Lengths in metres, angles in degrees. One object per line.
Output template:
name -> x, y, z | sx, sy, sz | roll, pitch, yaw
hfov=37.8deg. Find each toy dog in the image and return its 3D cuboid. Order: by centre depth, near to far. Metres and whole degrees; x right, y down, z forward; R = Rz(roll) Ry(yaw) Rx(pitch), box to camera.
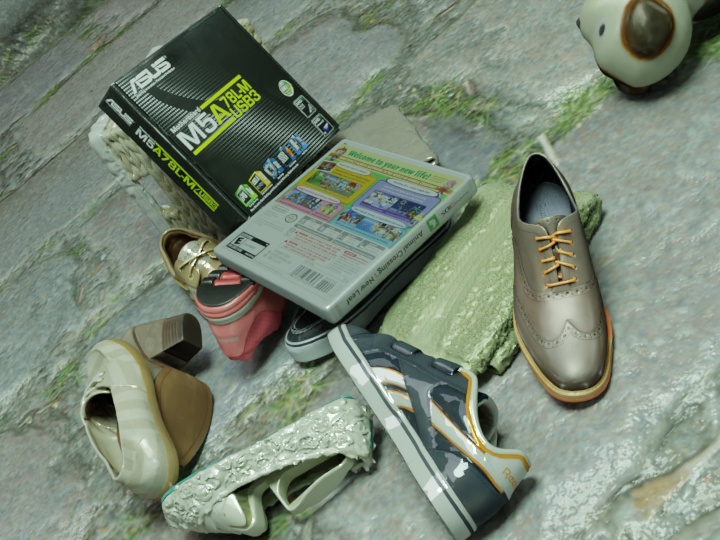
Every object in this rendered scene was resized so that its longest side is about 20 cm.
toy dog -> 0.284, -0.257, 0.970 | 0.200, 0.193, 0.140 | -48, -6, -12

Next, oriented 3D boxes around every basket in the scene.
basket -> -0.180, -0.160, 1.262 | 0.159, 0.199, 0.201 | -13, 37, 33

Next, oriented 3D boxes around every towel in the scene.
towel -> 0.107, 0.003, 0.888 | 0.147, 0.037, 0.201 | 10, 55, 51
towel -> 0.010, -0.116, 1.147 | 0.131, 0.035, 0.201 | -27, 29, 2

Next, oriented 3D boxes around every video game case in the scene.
video game case -> -0.018, -0.044, 0.963 | 0.182, 0.022, 0.199 | -42, 35, -19

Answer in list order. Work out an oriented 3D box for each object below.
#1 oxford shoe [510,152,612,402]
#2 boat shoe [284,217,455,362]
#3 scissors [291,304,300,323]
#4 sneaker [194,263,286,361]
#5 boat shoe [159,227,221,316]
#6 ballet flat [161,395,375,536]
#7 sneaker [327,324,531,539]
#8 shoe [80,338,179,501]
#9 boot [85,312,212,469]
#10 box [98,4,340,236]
oxford shoe -> 0.141, 0.001, 0.781 | 0.070, 0.073, 0.202 | -13, 52, 8
boat shoe -> 0.000, 0.000, 0.974 | 0.199, 0.068, 0.072 | -39, 30, -2
scissors -> -0.042, -0.022, 1.104 | 0.072, 0.014, 0.201 | -26, 30, 17
sneaker -> -0.103, 0.018, 1.054 | 0.073, 0.088, 0.201 | -2, 28, 22
boat shoe -> -0.177, -0.002, 1.168 | 0.074, 0.069, 0.199 | -46, 30, -14
ballet flat -> -0.074, 0.169, 0.831 | 0.199, 0.072, 0.072 | -31, 30, 12
sneaker -> 0.049, 0.099, 0.764 | 0.079, 0.079, 0.200 | -35, 50, -3
shoe -> -0.218, 0.126, 0.947 | 0.200, 0.053, 0.071 | 50, 120, 47
boot -> -0.218, 0.136, 1.040 | 0.145, 0.070, 0.202 | -33, 36, 27
box -> -0.142, -0.162, 1.111 | 0.047, 0.193, 0.200 | -37, 9, 46
